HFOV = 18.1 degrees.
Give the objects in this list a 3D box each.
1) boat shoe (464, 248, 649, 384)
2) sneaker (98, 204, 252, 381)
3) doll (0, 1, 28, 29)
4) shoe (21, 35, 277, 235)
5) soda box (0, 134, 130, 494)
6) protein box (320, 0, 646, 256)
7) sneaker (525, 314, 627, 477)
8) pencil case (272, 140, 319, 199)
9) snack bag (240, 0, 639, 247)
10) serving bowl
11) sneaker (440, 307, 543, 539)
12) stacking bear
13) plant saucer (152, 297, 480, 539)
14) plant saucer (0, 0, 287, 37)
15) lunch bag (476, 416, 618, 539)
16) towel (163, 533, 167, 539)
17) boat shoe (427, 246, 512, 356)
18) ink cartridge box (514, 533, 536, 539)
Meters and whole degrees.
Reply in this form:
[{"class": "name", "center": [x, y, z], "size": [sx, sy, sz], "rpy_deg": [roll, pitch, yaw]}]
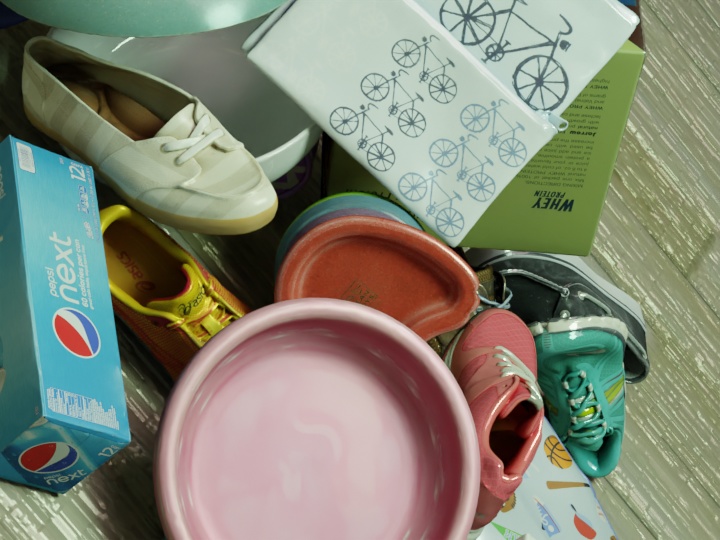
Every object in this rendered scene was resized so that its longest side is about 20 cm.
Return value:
[{"class": "boat shoe", "center": [0.156, 0.036, 1.751], "size": [0.200, 0.072, 0.068], "rpy_deg": [31, 36, -41]}, {"class": "sneaker", "center": [-0.100, 0.039, 1.399], "size": [0.200, 0.077, 0.073], "rpy_deg": [39, 79, -8]}, {"class": "doll", "center": [-0.166, -0.183, 1.466], "size": [0.199, 0.049, 0.136], "rpy_deg": [-12, 20, -20]}, {"class": "shoe", "center": [-0.135, -0.084, 1.386], "size": [0.200, 0.053, 0.070], "rpy_deg": [30, 52, 24]}, {"class": "soda box", "center": [-0.190, 0.025, 1.320], "size": [0.064, 0.068, 0.201], "rpy_deg": [21, 44, -38]}, {"class": "protein box", "center": [0.078, -0.131, 1.568], "size": [0.198, 0.200, 0.135], "rpy_deg": [4, 48, -4]}, {"class": "sneaker", "center": [0.165, 0.089, 1.648], "size": [0.200, 0.077, 0.080], "rpy_deg": [58, 26, -59]}, {"class": "pencil case", "center": [-0.067, -0.141, 1.618], "size": [0.086, 0.084, 0.200], "rpy_deg": [48, 29, -36]}, {"class": "snack bag", "center": [0.057, -0.148, 1.438], "size": [0.189, 0.200, 0.021], "rpy_deg": [43, -6, -1]}, {"class": "serving bowl", "center": [-0.113, -0.113, 1.492], "size": [0.199, 0.066, 0.201], "rpy_deg": [1, 48, -1]}, {"class": "sneaker", "center": [0.095, 0.093, 1.467], "size": [0.074, 0.087, 0.200], "rpy_deg": [38, 41, -17]}, {"class": "stacking bear", "center": [0.000, 0.000, 1.472], "size": [0.114, 0.122, 0.200], "rpy_deg": [41, 8, -8]}, {"class": "plant saucer", "center": [-0.029, 0.118, 1.338], "size": [0.200, 0.051, 0.201], "rpy_deg": [3, 82, -19]}, {"class": "plant saucer", "center": [-0.133, -0.203, 1.414], "size": [0.199, 0.036, 0.200], "rpy_deg": [1, 31, -1]}, {"class": "lunch bag", "center": [0.094, 0.180, 1.524], "size": [0.160, 0.076, 0.200], "rpy_deg": [-24, 78, -52]}, {"class": "towel", "center": [-0.062, 0.200, 1.356], "size": [0.147, 0.022, 0.200], "rpy_deg": [36, 36, -25]}, {"class": "boat shoe", "center": [0.068, 0.027, 1.638], "size": [0.200, 0.072, 0.072], "rpy_deg": [56, 31, 5]}, {"class": "ink cartridge box", "center": [0.113, 0.293, 1.370], "size": [0.200, 0.145, 0.147], "rpy_deg": [40, 35, -18]}]
